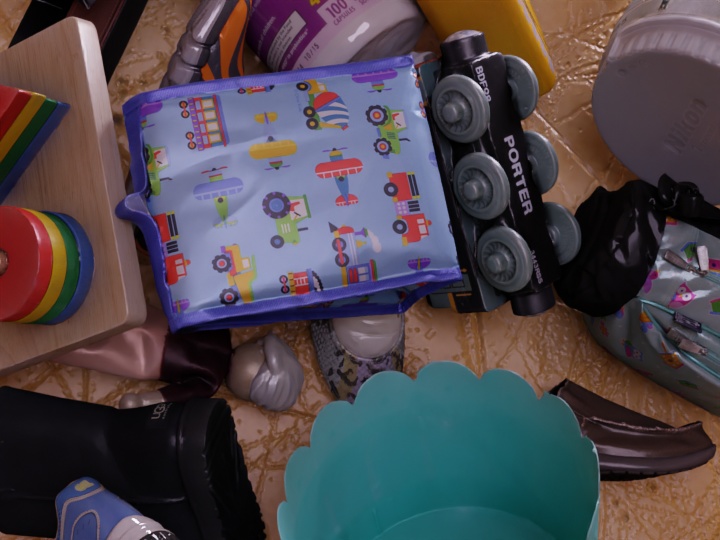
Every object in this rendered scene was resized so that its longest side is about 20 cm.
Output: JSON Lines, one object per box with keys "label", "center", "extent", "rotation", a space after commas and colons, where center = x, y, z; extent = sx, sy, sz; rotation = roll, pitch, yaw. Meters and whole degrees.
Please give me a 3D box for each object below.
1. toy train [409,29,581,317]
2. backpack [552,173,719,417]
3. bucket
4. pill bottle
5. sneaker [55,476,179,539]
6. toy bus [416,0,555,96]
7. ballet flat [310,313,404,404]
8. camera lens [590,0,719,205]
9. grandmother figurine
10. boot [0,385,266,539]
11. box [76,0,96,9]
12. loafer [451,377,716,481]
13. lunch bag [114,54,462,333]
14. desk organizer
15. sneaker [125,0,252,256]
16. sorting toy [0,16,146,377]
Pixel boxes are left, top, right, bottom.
{"label": "toy train", "center": [0.076, -0.062, 0.942], "extent": [0.085, 0.113, 0.202], "rotation": [-27, 104, -42]}
{"label": "backpack", "center": [0.242, 0.025, 0.966], "extent": [0.199, 0.167, 0.127], "rotation": [29, 91, -6]}
{"label": "bucket", "center": [0.055, 0.174, 0.839], "extent": [0.205, 0.135, 0.208], "rotation": [-7, 42, 6]}
{"label": "pill bottle", "center": [-0.055, -0.216, 0.971], "extent": [0.112, 0.112, 0.200], "rotation": [-38, 79, -15]}
{"label": "sneaker", "center": [-0.166, 0.206, 0.842], "extent": [0.077, 0.201, 0.075], "rotation": [41, 38, 22]}
{"label": "toy bus", "center": [0.074, -0.200, 0.951], "extent": [0.065, 0.200, 0.079], "rotation": [-20, 55, 15]}
{"label": "ballet flat", "center": [0.000, 0.000, 0.961], "extent": [0.071, 0.072, 0.202], "rotation": [-1, 78, -10]}
{"label": "camera lens", "center": [0.272, -0.167, 0.982], "extent": [0.159, 0.160, 0.201], "rotation": [35, 61, -1]}
{"label": "grandmother figurine", "center": [-0.134, 0.051, 0.934], "extent": [0.198, 0.061, 0.122], "rotation": [16, 65, -9]}
{"label": "boot", "center": [-0.155, 0.164, 0.892], "extent": [0.167, 0.077, 0.201], "rotation": [0, 120, 17]}
{"label": "box", "center": [-0.156, -0.280, 0.927], "extent": [0.110, 0.035, 0.200], "rotation": [36, 75, 22]}
{"label": "loafer", "center": [0.156, 0.110, 0.962], "extent": [0.198, 0.073, 0.072], "rotation": [3, 77, -10]}
{"label": "lunch bag", "center": [-0.054, -0.045, 0.856], "extent": [0.199, 0.094, 0.152], "rotation": [-6, 77, -26]}
{"label": "desk organizer", "center": [-0.211, -0.165, 0.959], "extent": [0.076, 0.072, 0.201], "rotation": [22, 75, -2]}
{"label": "sneaker", "center": [-0.090, -0.095, 0.947], "extent": [0.111, 0.078, 0.201], "rotation": [20, 109, -13]}
{"label": "sorting toy", "center": [-0.247, -0.038, 0.863], "extent": [0.198, 0.069, 0.202], "rotation": [-19, 75, 28]}
